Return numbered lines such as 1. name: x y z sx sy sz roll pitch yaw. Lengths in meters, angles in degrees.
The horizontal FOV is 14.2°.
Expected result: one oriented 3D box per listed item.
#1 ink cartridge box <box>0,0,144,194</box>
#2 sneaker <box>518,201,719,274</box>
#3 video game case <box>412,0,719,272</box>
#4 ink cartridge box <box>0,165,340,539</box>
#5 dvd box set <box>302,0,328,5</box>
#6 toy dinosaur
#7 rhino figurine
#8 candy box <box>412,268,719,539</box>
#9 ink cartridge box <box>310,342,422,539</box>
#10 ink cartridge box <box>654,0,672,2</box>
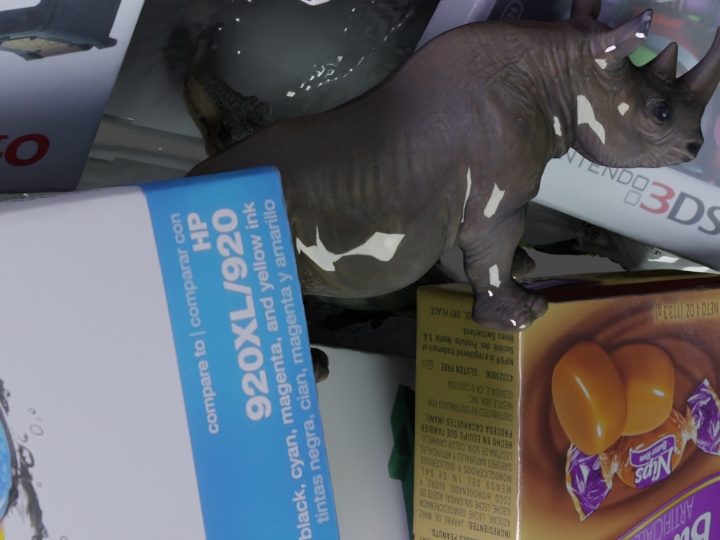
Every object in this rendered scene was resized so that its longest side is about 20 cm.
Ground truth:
1. ink cartridge box: -0.123 -0.117 0.757 0.145 0.083 0.200 -4 133 -32
2. sneaker: 0.109 -0.039 1.005 0.200 0.076 0.076 11 126 -43
3. video game case: 0.122 -0.102 0.927 0.181 0.023 0.200 19 105 -36
4. ink cartridge box: -0.130 0.059 0.777 0.199 0.145 0.147 -10 -178 -33
5. dvd box set: 0.053 -0.169 0.748 0.200 0.029 0.147 -25 127 -28
6. toy dinosaur: 0.000 0.000 0.973 0.200 0.048 0.088 30 152 -33
7. rhino figurine: 0.029 -0.027 0.864 0.200 0.060 0.088 -28 114 -12
8. candy box: 0.076 0.103 0.945 0.116 0.056 0.201 -5 99 -40
9. ink cartridge box: -0.008 0.087 1.012 0.199 0.085 0.146 8 158 -39
10. ink cartridge box: 0.137 -0.184 0.852 0.119 0.042 0.201 -12 119 -23
